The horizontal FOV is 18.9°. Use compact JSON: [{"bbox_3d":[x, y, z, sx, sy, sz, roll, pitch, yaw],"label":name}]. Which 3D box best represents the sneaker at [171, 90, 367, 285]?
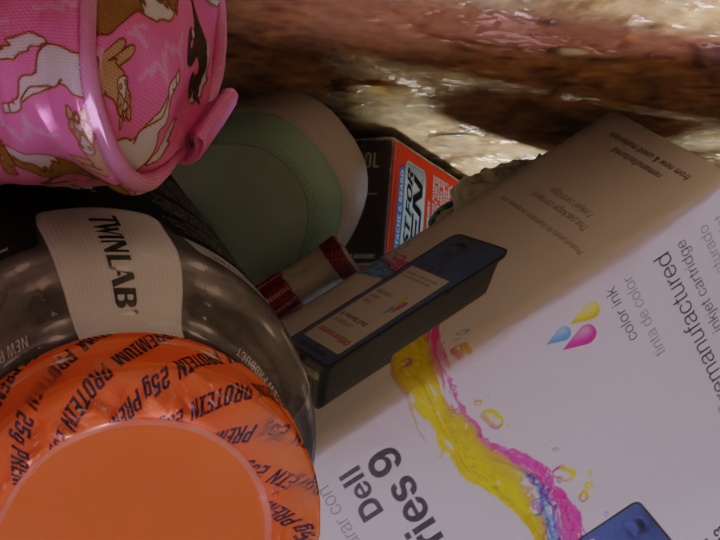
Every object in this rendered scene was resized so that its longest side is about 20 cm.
[{"bbox_3d":[-0.086,0.019,0.744,0.200,0.074,0.118,-34,-171,34],"label":"sneaker"}]

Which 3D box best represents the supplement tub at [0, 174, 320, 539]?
[{"bbox_3d":[-0.086,0.029,0.601,0.122,0.123,0.200,8,-162,-23],"label":"supplement tub"}]

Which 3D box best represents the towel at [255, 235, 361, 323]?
[{"bbox_3d":[-0.070,0.070,0.769,0.200,0.023,0.144,-37,156,1],"label":"towel"}]

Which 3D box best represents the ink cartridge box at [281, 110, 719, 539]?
[{"bbox_3d":[0.046,0.065,0.708,0.200,0.145,0.088,-31,-153,-8],"label":"ink cartridge box"}]

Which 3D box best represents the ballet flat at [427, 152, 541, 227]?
[{"bbox_3d":[0.112,-0.012,0.799,0.200,0.072,0.072,4,172,-43],"label":"ballet flat"}]

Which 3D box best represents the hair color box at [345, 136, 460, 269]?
[{"bbox_3d":[0.000,0.000,0.886,0.111,0.064,0.200,-1,168,24],"label":"hair color box"}]

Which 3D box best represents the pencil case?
[{"bbox_3d":[-0.134,-0.058,0.554,0.200,0.083,0.087,-1,168,21],"label":"pencil case"}]
